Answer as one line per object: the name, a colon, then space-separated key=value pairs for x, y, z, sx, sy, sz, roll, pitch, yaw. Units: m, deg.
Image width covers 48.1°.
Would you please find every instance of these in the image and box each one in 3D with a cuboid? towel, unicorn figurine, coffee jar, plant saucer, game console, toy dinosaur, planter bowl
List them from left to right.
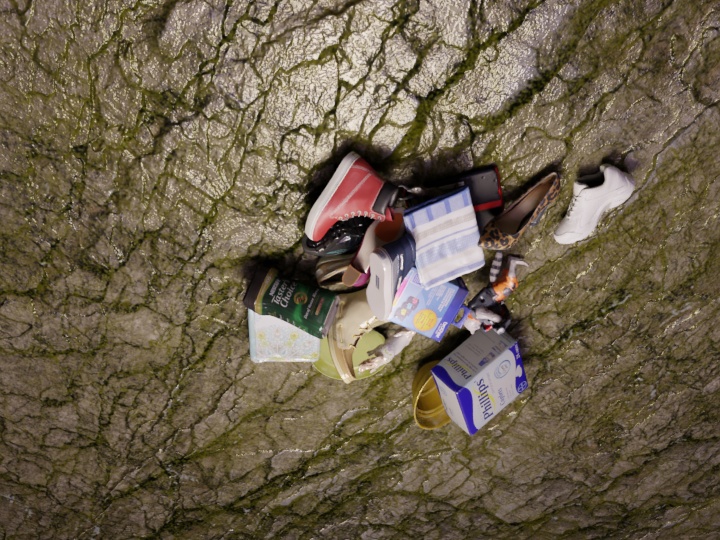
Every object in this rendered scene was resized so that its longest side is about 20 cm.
towel: x=-0.175 y=0.126 z=1.857 sx=0.167 sy=0.048 sz=0.203 roll=-1 pitch=123 yaw=-5
coffee jar: x=-0.151 y=0.065 z=1.738 sx=0.197 sy=0.106 sz=0.086 roll=20 pitch=165 yaw=10
plant saucer: x=-0.025 y=0.192 z=1.960 sx=0.195 sy=0.031 sz=0.202 roll=-1 pitch=134 yaw=-1
unicorn figurine: x=0.079 y=0.159 z=1.848 sx=0.073 sy=0.201 sz=0.138 roll=35 pitch=148 yaw=-3
planter bowl: x=0.188 y=0.287 z=2.004 sx=0.198 sy=0.083 sz=0.204 roll=-21 pitch=130 yaw=-28
toy dinosaur: x=0.156 y=-0.118 z=1.626 sx=0.100 sy=0.078 sz=0.201 roll=-9 pitch=134 yaw=21
towel: x=0.168 y=-0.060 z=1.602 sx=0.144 sy=0.024 sz=0.202 roll=-21 pitch=128 yaw=-3
game console: x=0.199 y=-0.123 z=1.676 sx=0.196 sy=0.031 sz=0.179 roll=-13 pitch=127 yaw=7

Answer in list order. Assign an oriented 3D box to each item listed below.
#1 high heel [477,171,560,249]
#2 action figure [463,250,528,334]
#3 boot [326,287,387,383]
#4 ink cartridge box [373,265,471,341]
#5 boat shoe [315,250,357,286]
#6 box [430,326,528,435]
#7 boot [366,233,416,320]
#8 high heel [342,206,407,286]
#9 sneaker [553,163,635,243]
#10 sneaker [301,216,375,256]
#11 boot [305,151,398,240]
high heel: x=0.315 y=-0.122 z=1.606 sx=0.198 sy=0.071 sz=0.144 roll=-27 pitch=151 yaw=-34
action figure: x=0.285 y=0.048 z=1.772 sx=0.104 sy=0.200 sz=0.195 roll=33 pitch=97 yaw=-10
boot: x=0.004 y=0.138 z=1.805 sx=0.152 sy=0.204 sz=0.073 roll=-16 pitch=161 yaw=9
ink cartridge box: x=0.138 y=0.059 z=1.726 sx=0.197 sy=0.077 sz=0.138 roll=22 pitch=111 yaw=-18
boat shoe: x=0.000 y=0.000 z=1.743 sx=0.196 sy=0.077 sz=0.072 roll=-13 pitch=132 yaw=8
box: x=0.288 y=0.259 z=1.933 sx=0.199 sy=0.105 sz=0.186 roll=-37 pitch=134 yaw=-14
boot: x=0.067 y=0.017 z=1.608 sx=0.089 sy=0.073 sz=0.202 roll=-28 pitch=149 yaw=-23
high heel: x=0.038 y=-0.049 z=1.640 sx=0.067 sy=0.096 sz=0.202 roll=35 pitch=103 yaw=8
sneaker: x=0.455 y=-0.143 z=1.647 sx=0.098 sy=0.078 sz=0.200 roll=31 pitch=116 yaw=-22
sneaker: x=-0.026 y=-0.083 z=1.682 sx=0.196 sy=0.077 sz=0.079 roll=-18 pitch=162 yaw=6
boot: x=-0.014 y=-0.110 z=1.583 sx=0.144 sy=0.072 sz=0.201 roll=39 pitch=117 yaw=7
